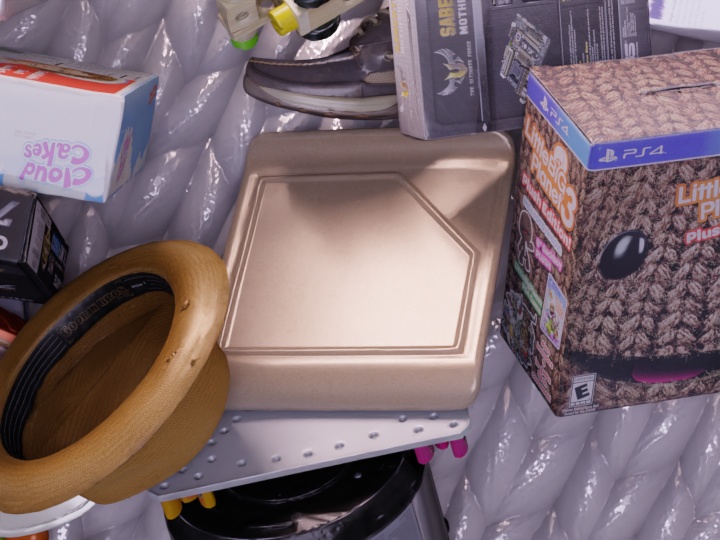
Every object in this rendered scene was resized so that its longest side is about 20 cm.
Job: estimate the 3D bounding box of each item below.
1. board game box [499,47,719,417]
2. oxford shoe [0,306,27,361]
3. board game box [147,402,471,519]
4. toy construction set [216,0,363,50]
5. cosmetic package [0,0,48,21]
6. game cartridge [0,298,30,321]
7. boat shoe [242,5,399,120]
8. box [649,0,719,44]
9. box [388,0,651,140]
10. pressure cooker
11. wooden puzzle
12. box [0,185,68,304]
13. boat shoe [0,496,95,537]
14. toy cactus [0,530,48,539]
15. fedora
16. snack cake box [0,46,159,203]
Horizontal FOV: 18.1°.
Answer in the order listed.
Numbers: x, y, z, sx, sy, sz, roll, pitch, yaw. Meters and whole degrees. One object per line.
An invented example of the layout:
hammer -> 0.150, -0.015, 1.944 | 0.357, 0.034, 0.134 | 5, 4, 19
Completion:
board game box -> 0.185, -0.026, 1.405 | 0.159, 0.097, 0.200 | -8, 125, -17
oxford shoe -> -0.217, 0.078, 1.474 | 0.200, 0.071, 0.073 | 33, 93, -28
board game box -> -0.036, 0.067, 1.441 | 0.200, 0.200, 0.026 | -12, 126, 4
toy construction set -> -0.036, -0.218, 1.434 | 0.200, 0.092, 0.131 | -38, 61, 1
cosmetic package -> -0.272, -0.268, 1.388 | 0.166, 0.167, 0.200 | 8, 102, 1
game cartridge -> -0.286, 0.035, 1.518 | 0.130, 0.038, 0.200 | -1, 101, 6
boat shoe -> 0.024, -0.134, 1.464 | 0.200, 0.074, 0.073 | 2, 91, -8
box -> 0.167, -0.232, 1.453 | 0.200, 0.036, 0.144 | 11, 101, -2
box -> 0.096, -0.188, 1.396 | 0.158, 0.048, 0.200 | -9, 102, -16
pressure cooker -> -0.026, 0.197, 1.460 | 0.176, 0.179, 0.200 | -15, 122, 1
wooden puzzle -> 0.000, 0.000, 1.433 | 0.185, 0.037, 0.200 | -1, 58, 18
box -> -0.287, -0.025, 1.390 | 0.200, 0.199, 0.050 | 10, 79, -1
boat shoe -> -0.257, 0.137, 1.482 | 0.200, 0.062, 0.073 | -8, 96, 11
toy cactus -> -0.277, 0.249, 1.538 | 0.200, 0.102, 0.165 | -2, 111, -7
fedora -> -0.142, 0.076, 1.368 | 0.201, 0.201, 0.082 | -38, 125, 8
snack cake box -> -0.195, -0.093, 1.403 | 0.115, 0.200, 0.067 | 11, 99, 0
